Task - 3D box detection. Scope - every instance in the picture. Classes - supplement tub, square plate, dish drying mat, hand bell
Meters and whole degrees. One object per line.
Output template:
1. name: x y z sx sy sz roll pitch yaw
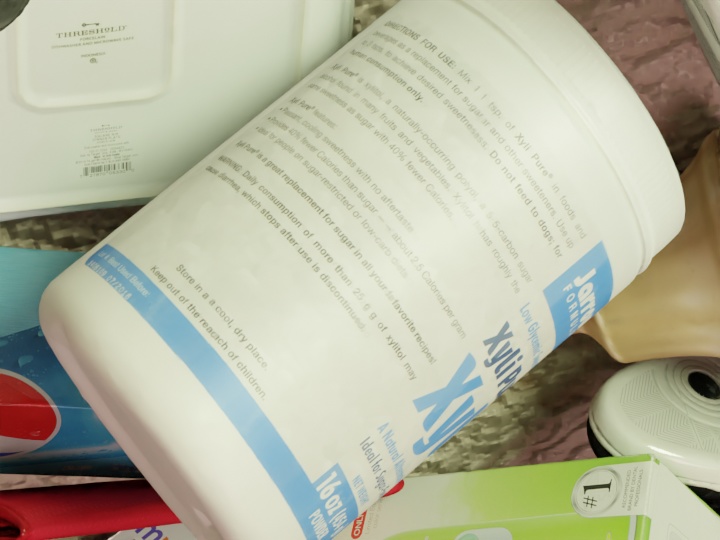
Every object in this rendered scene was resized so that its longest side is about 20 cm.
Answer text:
1. supplement tub: 0.000 0.000 0.835 0.200 0.132 0.132 -39 138 -11
2. square plate: -0.093 -0.088 0.834 0.198 0.029 0.199 -7 135 -13
3. dish drying mat: -0.077 0.093 0.958 0.076 0.018 0.199 -4 177 45
4. hand bell: 0.067 0.020 0.977 0.198 0.105 0.104 -16 139 17

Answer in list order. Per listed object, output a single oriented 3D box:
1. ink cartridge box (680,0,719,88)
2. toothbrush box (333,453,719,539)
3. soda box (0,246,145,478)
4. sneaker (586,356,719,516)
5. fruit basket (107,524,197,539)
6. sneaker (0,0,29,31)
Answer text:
1. ink cartridge box: 0.148 -0.110 0.811 0.083 0.145 0.200 -25 137 7
2. toothbrush box: 0.047 0.166 0.998 0.199 0.147 0.086 -9 146 36
3. soda box: -0.145 0.034 0.898 0.198 0.068 0.064 4 151 -23
4. sneaker: 0.162 0.095 1.055 0.199 0.073 0.112 -2 136 -38
5. fruit basket: -0.099 0.205 1.080 0.199 0.094 0.185 -34 130 6
6. sneaker: -0.175 -0.071 0.774 0.199 0.080 0.095 -14 150 29
